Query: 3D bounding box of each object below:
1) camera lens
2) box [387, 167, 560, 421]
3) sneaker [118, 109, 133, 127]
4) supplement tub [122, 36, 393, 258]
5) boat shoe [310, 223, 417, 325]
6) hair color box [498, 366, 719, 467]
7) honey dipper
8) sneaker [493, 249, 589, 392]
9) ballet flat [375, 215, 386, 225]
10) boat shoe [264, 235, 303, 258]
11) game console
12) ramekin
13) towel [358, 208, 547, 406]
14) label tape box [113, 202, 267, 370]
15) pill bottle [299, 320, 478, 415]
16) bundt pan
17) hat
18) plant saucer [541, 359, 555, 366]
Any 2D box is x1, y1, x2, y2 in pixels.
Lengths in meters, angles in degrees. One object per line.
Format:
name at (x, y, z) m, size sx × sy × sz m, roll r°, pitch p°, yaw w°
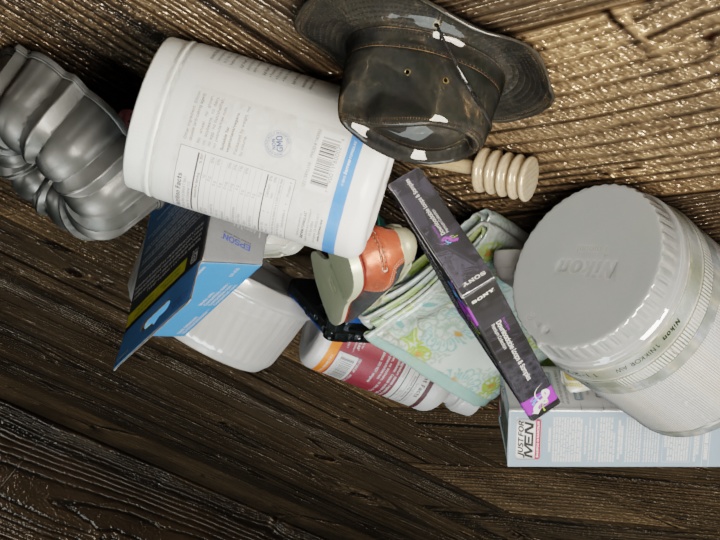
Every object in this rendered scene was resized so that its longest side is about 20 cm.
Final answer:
camera lens at (0.240, 0.036, 1.401) m, size 0.159 × 0.161 × 0.200 m, roll 1°, pitch 156°, yaw 44°
box at (0.096, 0.022, 1.417) m, size 0.143 × 0.036 × 0.200 m, roll 58°, pitch -179°, yaw 40°
sneaker at (-0.172, -0.117, 1.501) m, size 0.082 × 0.071 × 0.200 m, roll 24°, pitch 161°, yaw -24°
supplement tub at (-0.076, -0.098, 1.354) m, size 0.199 × 0.133 × 0.132 m, roll 18°, pitch 164°, yaw 4°
boat shoe at (0.000, 0.000, 1.487) m, size 0.062 × 0.072 × 0.200 m, roll -20°, pitch 173°, yaw -14°
hair color box at (0.231, 0.135, 1.578) m, size 0.199 × 0.061 × 0.099 m, roll 1°, pitch -160°, yaw 0°
honey dipper at (0.050, -0.092, 1.408) m, size 0.199 × 0.038 × 0.038 m, roll 12°, pitch 163°, yaw 25°
sneaker at (0.192, 0.049, 1.510) m, size 0.199 × 0.116 × 0.073 m, roll 16°, pitch 171°, yaw -37°
ballet flat at (-0.015, -0.045, 1.549) m, size 0.069 × 0.071 × 0.200 m, roll 60°, pitch 179°, yaw 19°
boat shoe at (-0.103, -0.041, 1.634) m, size 0.070 × 0.071 × 0.200 m, roll 26°, pitch 171°, yaw -21°
game console at (0.055, 0.010, 1.667) m, size 0.199 × 0.119 × 0.171 m, roll 5°, pitch -158°, yaw -27°
ramekin at (-0.150, 0.026, 1.764) m, size 0.202 × 0.095 × 0.202 m, roll 30°, pitch -174°, yaw -4°
towel at (0.116, 0.039, 1.586) m, size 0.171 × 0.048 × 0.200 m, roll -37°, pitch 134°, yaw 23°
label tape box at (-0.144, -0.010, 1.515) m, size 0.063 × 0.201 × 0.144 m, roll 26°, pitch 139°, yaw -23°
pill bottle at (0.043, 0.084, 1.846) m, size 0.199 × 0.114 × 0.113 m, roll 22°, pitch 163°, yaw -14°
bundt pan at (-0.272, -0.103, 1.523) m, size 0.201 × 0.076 × 0.202 m, roll 36°, pitch 161°, yaw 15°
hat at (0.038, -0.125, 1.235) m, size 0.199 × 0.081 × 0.201 m, roll 17°, pitch 164°, yaw 5°
plant saucer at (0.275, 0.088, 1.714) m, size 0.199 × 0.048 × 0.200 m, roll 20°, pitch 164°, yaw -19°
